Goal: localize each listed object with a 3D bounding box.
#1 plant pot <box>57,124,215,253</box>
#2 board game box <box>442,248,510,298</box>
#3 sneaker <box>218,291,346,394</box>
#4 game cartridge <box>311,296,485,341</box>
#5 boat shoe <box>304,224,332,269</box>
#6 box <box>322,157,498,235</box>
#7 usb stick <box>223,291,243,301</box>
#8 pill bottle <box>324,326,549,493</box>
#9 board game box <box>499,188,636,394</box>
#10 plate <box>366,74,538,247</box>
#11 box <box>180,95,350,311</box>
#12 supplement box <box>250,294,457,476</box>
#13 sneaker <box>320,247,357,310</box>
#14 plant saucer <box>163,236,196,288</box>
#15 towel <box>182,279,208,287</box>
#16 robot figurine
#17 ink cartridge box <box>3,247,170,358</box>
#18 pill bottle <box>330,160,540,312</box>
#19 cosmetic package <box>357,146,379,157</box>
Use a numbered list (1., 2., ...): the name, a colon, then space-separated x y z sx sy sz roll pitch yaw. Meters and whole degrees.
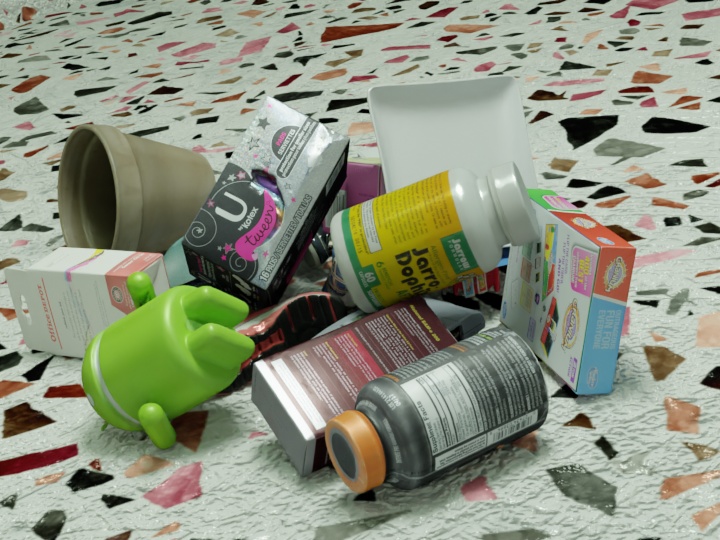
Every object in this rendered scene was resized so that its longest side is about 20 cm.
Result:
1. plant pot: -0.294 -0.099 1.915 0.172 0.203 0.199 -5 17 -33
2. board game box: 0.127 0.002 1.652 0.199 0.039 0.157 -13 12 -42
3. sneaker: -0.110 0.066 1.569 0.198 0.075 0.087 -22 24 -25
4. game cartridge: 0.024 0.081 1.530 0.199 0.041 0.132 -29 25 -38
5. boat shoe: -0.063 -0.058 1.841 0.061 0.076 0.200 -21 18 -6
6. box: 0.076 -0.086 1.717 0.198 0.098 0.176 -2 8 -23
7. usb stick: -0.183 0.041 1.636 0.055 0.033 0.200 -16 4 -18
8. pill bottle: 0.067 0.133 1.296 0.198 0.107 0.106 -21 25 -25
9. board game box: 0.208 0.017 1.447 0.040 0.155 0.200 1 20 -18
10. plate: 0.107 -0.117 1.612 0.197 0.203 0.032 -8 -6 -24
11. box: -0.107 -0.072 1.598 0.114 0.132 0.202 26 75 5
12. supplement box: 0.003 0.110 1.386 0.198 0.061 0.109 -21 53 -24
13. sneaker: 0.000 0.000 1.617 0.075 0.078 0.200 -23 0 -22
14. plant saucer: -0.177 -0.038 1.743 0.199 0.039 0.201 -25 10 5
15. towel: -0.155 -0.010 1.778 0.143 0.024 0.200 -12 10 -2
16. robot figurine: -0.203 0.092 1.447 0.199 0.177 0.115 -29 -32 28
17. ink cartridge box: -0.316 0.039 1.658 0.198 0.118 0.067 5 27 29
18. pill bottle: 0.078 -0.039 1.450 0.198 0.114 0.113 -20 21 12
19. cosmetic package: 0.104 -0.127 1.897 0.198 0.103 0.071 -14 22 -12
